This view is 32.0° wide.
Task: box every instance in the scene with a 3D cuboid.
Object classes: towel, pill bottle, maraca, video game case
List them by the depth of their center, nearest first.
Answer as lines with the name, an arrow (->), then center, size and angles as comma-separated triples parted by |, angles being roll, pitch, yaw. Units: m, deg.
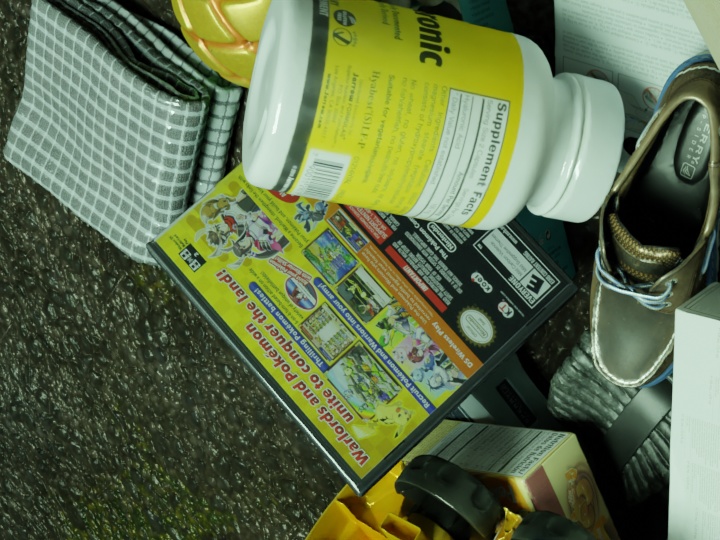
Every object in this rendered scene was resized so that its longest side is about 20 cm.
pill bottle -> 0.040, -0.084, 0.697 | 0.197, 0.112, 0.112 | 10, 132, -14
video game case -> 0.000, 0.000, 0.762 | 0.200, 0.180, 0.026 | 47, 171, 12
maraca -> -0.072, -0.174, 0.849 | 0.137, 0.107, 0.200 | 47, 160, 12
towel -> -0.197, -0.119, 1.002 | 0.199, 0.085, 0.167 | 35, 131, 23

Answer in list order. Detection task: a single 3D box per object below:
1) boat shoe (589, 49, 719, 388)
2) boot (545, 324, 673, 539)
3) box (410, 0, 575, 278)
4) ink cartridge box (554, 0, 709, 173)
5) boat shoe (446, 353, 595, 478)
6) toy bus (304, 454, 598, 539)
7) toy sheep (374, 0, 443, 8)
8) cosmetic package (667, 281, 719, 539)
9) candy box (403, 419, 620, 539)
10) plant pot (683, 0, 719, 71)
boat shoe -> 0.157, -0.018, 0.678 | 0.072, 0.072, 0.203 | 22, 120, 26
boot -> 0.181, 0.138, 0.805 | 0.157, 0.079, 0.213 | 33, 126, 21
box -> 0.071, -0.078, 0.806 | 0.082, 0.049, 0.203 | -3, 110, 43
ink cartridge box -> 0.183, -0.134, 0.692 | 0.161, 0.057, 0.201 | 24, 147, 30
boat shoe -> 0.075, 0.092, 0.882 | 0.201, 0.070, 0.091 | 56, 143, 8
toy bus -> 0.076, 0.227, 0.735 | 0.198, 0.136, 0.193 | 18, 150, 43
toy sheep -> 0.014, -0.212, 0.718 | 0.198, 0.138, 0.139 | -24, 98, 12
cosmetic package -> 0.214, 0.114, 0.679 | 0.082, 0.050, 0.203 | 17, 120, 41
candy box -> 0.078, 0.163, 0.834 | 0.199, 0.055, 0.117 | -3, 117, 54
plant pot -> 0.214, -0.160, 0.485 | 0.198, 0.177, 0.202 | -29, 93, 18
